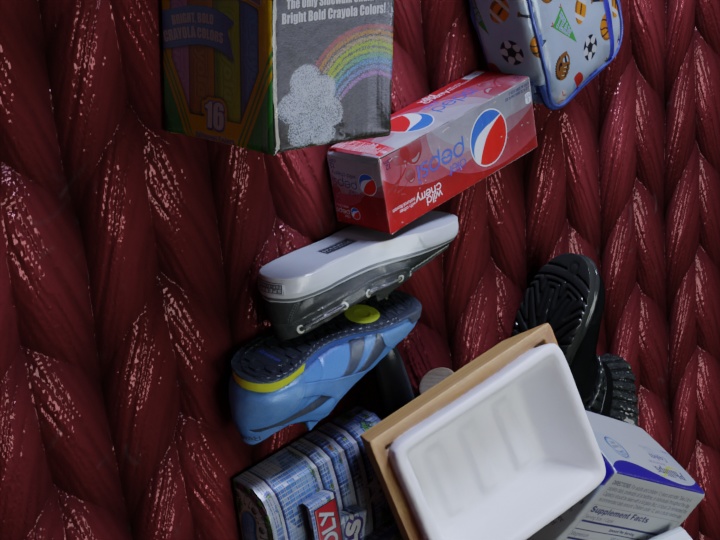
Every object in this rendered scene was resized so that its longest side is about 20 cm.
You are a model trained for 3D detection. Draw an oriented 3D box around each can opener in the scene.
[{"bbox_3d":[0.042,0.136,1.328,0.078,0.063,0.200,-26,114,-10],"label":"can opener"}]

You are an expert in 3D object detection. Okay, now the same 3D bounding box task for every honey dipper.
[{"bbox_3d":[0.107,0.161,1.426,0.038,0.038,0.200,-55,140,-20],"label":"honey dipper"}]

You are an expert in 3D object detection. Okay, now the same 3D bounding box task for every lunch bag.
[{"bbox_3d":[0.168,-0.256,1.329,0.160,0.075,0.200,-40,130,-35],"label":"lunch bag"}]

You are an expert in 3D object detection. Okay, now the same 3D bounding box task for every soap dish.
[{"bbox_3d":[0.103,0.158,1.275,0.200,0.081,0.158,-31,109,-25],"label":"soap dish"}]

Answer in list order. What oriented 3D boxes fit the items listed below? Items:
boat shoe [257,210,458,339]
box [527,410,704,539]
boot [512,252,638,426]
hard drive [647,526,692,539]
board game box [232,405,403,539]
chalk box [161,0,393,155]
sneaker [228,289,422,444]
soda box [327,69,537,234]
[{"bbox_3d":[0.000,0.000,1.230,0.200,0.069,0.057,-21,115,-34],"label":"boat shoe"},{"bbox_3d":[0.197,0.241,1.443,0.184,0.105,0.200,20,113,-49],"label":"box"},{"bbox_3d":[0.224,0.086,1.490,0.158,0.079,0.212,4,110,-42],"label":"boot"},{"bbox_3d":[0.218,0.323,1.432,0.200,0.026,0.132,-16,138,-28],"label":"hard drive"},{"bbox_3d":[-0.041,0.248,1.265,0.200,0.062,0.200,-29,122,-40],"label":"board game box"},{"bbox_3d":[-0.059,-0.195,1.059,0.124,0.124,0.201,-14,111,-44],"label":"chalk box"},{"bbox_3d":[-0.029,0.077,1.227,0.200,0.066,0.079,-28,131,-38],"label":"sneaker"},{"bbox_3d":[0.063,-0.103,1.267,0.200,0.063,0.070,-31,123,-38],"label":"soda box"}]
